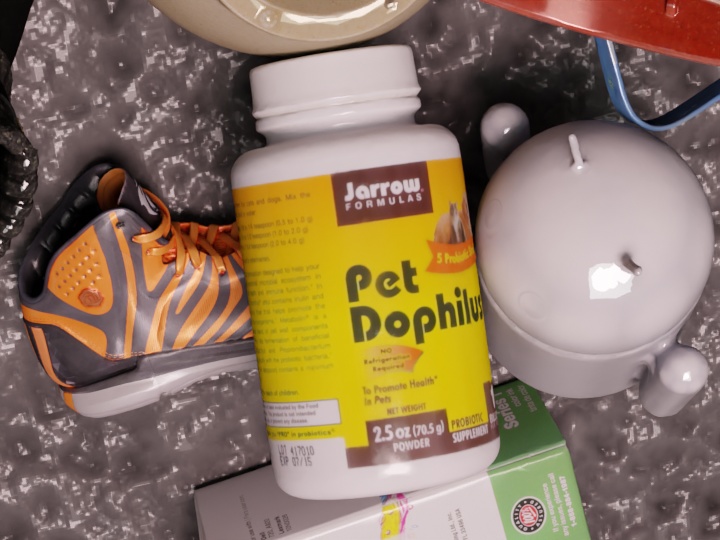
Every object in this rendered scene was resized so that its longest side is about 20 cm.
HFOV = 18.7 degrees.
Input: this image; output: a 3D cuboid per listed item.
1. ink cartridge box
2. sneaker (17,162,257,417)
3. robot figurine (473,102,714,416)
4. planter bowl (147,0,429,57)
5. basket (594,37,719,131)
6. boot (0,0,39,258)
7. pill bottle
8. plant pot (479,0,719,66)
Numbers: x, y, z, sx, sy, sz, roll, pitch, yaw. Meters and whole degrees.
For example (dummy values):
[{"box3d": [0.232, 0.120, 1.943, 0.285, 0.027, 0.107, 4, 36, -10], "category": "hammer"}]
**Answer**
[{"box3d": [0.024, 0.164, 1.185, 0.199, 0.084, 0.145, -18, 118, -3], "category": "ink cartridge box"}, {"box3d": [-0.077, -0.008, 1.084, 0.199, 0.078, 0.112, -23, 119, 0], "category": "sneaker"}, {"box3d": [0.110, -0.005, 1.064, 0.113, 0.200, 0.170, -36, 78, -8], "category": "robot figurine"}, {"box3d": [-0.028, -0.180, 0.979, 0.199, 0.135, 0.201, -4, 116, -9], "category": "planter bowl"}, {"box3d": [0.181, -0.182, 1.018, 0.199, 0.139, 0.177, -27, 114, -7], "category": "basket"}, {"box3d": [-0.178, -0.099, 0.972, 0.079, 0.158, 0.212, 10, 113, -16], "category": "boot"}, {"box3d": [0.000, 0.000, 1.018, 0.109, 0.109, 0.201, -9, 92, -8], "category": "pill bottle"}, {"box3d": [0.127, -0.196, 0.868, 0.200, 0.201, 0.196, 16, 90, -19], "category": "plant pot"}]
